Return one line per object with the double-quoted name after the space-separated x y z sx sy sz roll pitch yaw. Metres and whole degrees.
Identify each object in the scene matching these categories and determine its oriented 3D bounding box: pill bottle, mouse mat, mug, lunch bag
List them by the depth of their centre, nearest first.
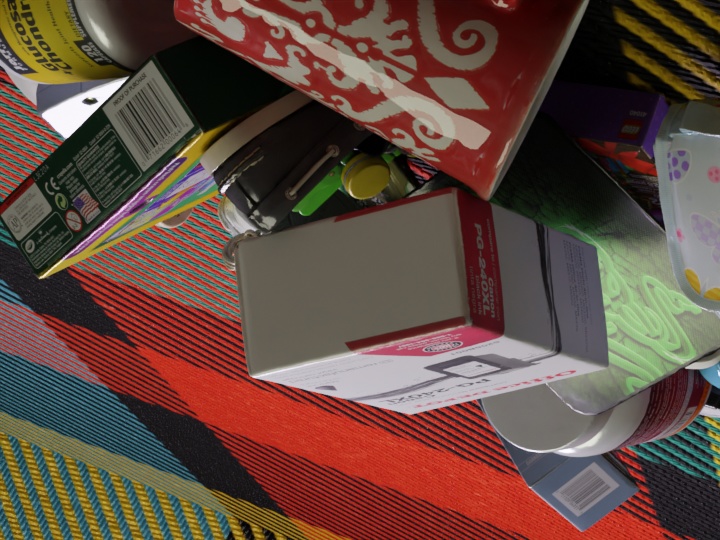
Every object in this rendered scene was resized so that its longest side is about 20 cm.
0.018 -0.158 1.227 0.200 0.178 0.133 26 -150 5 "mug"
0.270 -0.019 1.275 0.169 0.127 0.200 8 152 39 "lunch bag"
-0.175 -0.173 1.411 0.112 0.112 0.200 33 161 -32 "pill bottle"
0.127 0.000 1.423 0.200 0.008 0.161 43 135 -13 "mouse mat"
0.169 0.075 1.624 0.109 0.110 0.200 15 -172 28 "pill bottle"

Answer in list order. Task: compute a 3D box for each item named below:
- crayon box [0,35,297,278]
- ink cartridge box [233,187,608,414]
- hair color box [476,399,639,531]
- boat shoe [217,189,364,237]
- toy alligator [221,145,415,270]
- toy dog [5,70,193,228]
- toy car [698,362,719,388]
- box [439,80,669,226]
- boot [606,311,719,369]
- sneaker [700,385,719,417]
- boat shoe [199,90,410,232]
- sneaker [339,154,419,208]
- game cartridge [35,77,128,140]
-0.101 -0.086 1.374 0.200 0.172 0.058 -36 86 46 "crayon box"
0.041 0.022 1.333 0.145 0.084 0.200 -15 164 27 "ink cartridge box"
0.131 0.098 1.778 0.099 0.061 0.200 42 -167 -50 "hair color box"
-0.001 0.001 1.494 0.202 0.075 0.065 31 157 -12 "boat shoe"
-0.018 -0.075 1.404 0.054 0.200 0.059 45 -171 -51 "toy alligator"
-0.184 -0.117 1.707 0.132 0.096 0.200 20 150 22 "toy dog"
0.309 0.128 1.560 0.177 0.200 0.184 27 164 -15 "toy car"
0.126 -0.075 1.444 0.200 0.039 0.137 11 162 36 "box"
0.149 0.009 1.519 0.200 0.073 0.144 27 170 2 "boot"
0.239 0.082 1.756 0.200 0.075 0.087 15 168 29 "sneaker"
0.000 -0.084 1.319 0.063 0.200 0.073 56 149 6 "boat shoe"
0.002 -0.025 1.546 0.200 0.088 0.077 75 168 -50 "sneaker"
-0.106 -0.116 1.512 0.200 0.041 0.133 -11 156 18 "game cartridge"
